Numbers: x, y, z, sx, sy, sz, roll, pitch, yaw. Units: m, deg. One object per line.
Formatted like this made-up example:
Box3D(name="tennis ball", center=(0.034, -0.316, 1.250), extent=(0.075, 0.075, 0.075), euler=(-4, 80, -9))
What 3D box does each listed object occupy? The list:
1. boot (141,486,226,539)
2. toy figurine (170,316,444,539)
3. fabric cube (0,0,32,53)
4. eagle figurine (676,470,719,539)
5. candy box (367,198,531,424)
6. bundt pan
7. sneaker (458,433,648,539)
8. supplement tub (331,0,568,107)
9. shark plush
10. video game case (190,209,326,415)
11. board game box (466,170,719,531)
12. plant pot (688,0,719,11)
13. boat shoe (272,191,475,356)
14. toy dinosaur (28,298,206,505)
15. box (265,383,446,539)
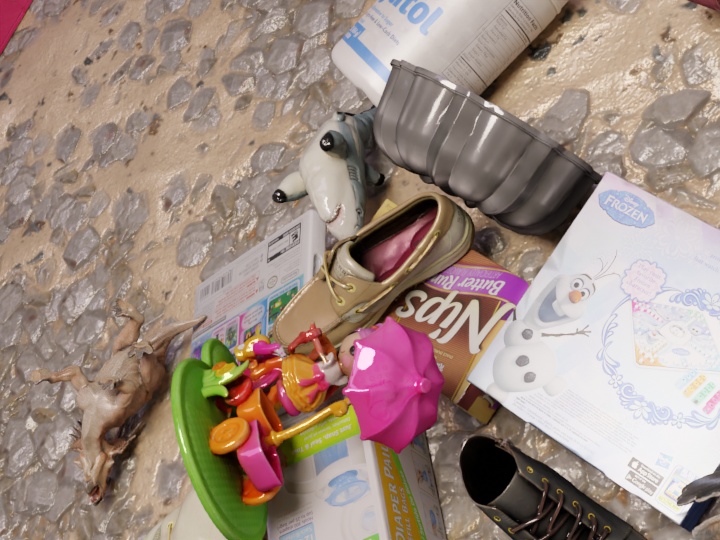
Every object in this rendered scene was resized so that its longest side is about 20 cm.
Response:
Box3D(name="boot", center=(-0.108, 0.245, 1.070), extent=(0.155, 0.072, 0.200), euler=(-54, 42, 7))
Box3D(name="toy figurine", center=(-0.026, 0.093, 0.949), extent=(0.184, 0.150, 0.200), euler=(-22, 28, 10))
Box3D(name="fabric cube", center=(-0.587, -0.426, 1.735), extent=(0.196, 0.199, 0.200), euler=(20, 78, 41))
Box3D(name="eagle figurine", center=(0.296, 0.113, 0.800), extent=(0.200, 0.152, 0.151), euler=(-55, 7, -24))
Box3D(name="candy box", center=(0.064, 0.031, 1.078), extent=(0.117, 0.056, 0.200), euler=(-54, 45, -1))
Box3D(name="bundt pan", center=(0.095, -0.093, 1.032), extent=(0.202, 0.202, 0.076), euler=(33, 96, 43))
Box3D(name="sneaker", center=(0.148, 0.195, 0.884), extent=(0.200, 0.106, 0.075), euler=(35, 89, 44))
Box3D(name="supplement tub", center=(0.083, -0.227, 1.158), extent=(0.200, 0.132, 0.132), euler=(-47, 47, 7))
Box3D(name="shark plush", center=(-0.014, -0.098, 1.175), extent=(0.091, 0.083, 0.200), euler=(-47, 11, 24))
Box3D(name="video game case", center=(-0.101, 0.061, 1.171), extent=(0.200, 0.024, 0.183), euler=(-31, 49, 43))
Box3D(name="board game box", center=(0.215, 0.055, 0.934), extent=(0.200, 0.043, 0.199), euler=(34, 89, 32))
Box3D(name="plant pot", center=(0.352, -0.281, 0.956), extent=(0.179, 0.200, 0.200), euler=(28, 83, 28))
Box3D(name="boat shoe", center=(0.000, 0.000, 1.046), extent=(0.200, 0.066, 0.074), euler=(-39, 57, 6))
Box3D(name="toy dinosaur", center=(-0.233, 0.117, 1.233), extent=(0.086, 0.136, 0.200), euler=(31, 66, 31))
Box3D(name="box", center=(-0.002, 0.208, 0.995), extent=(0.112, 0.101, 0.201), euler=(-27, 52, 23))
